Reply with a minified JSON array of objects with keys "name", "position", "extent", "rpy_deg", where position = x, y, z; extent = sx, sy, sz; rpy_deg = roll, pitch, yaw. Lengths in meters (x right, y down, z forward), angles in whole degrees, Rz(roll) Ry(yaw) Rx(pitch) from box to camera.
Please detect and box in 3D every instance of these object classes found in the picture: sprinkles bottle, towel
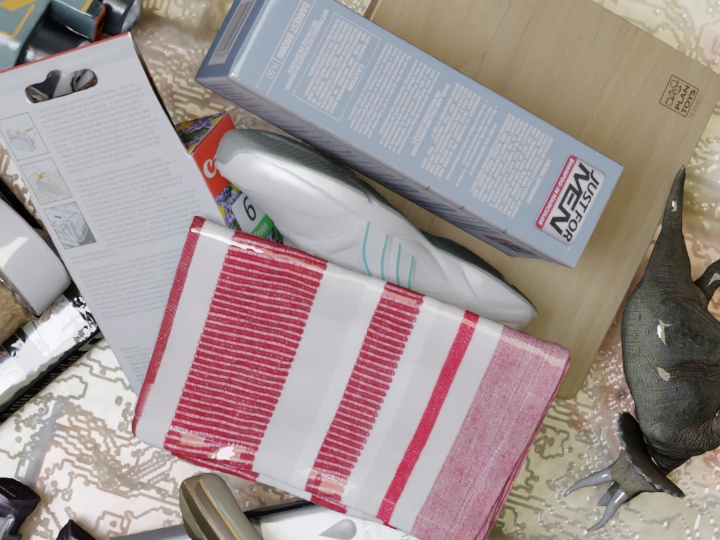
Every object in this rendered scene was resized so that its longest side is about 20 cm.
[{"name":"sprinkles bottle","position":[-0.243,0.049,1.045],"extent":[0.068,0.068,0.200],"rpy_deg":[45,78,1]},{"name":"towel","position":[-0.009,0.063,1.016],"extent":[0.199,0.023,0.145],"rpy_deg":[20,124,-2]}]

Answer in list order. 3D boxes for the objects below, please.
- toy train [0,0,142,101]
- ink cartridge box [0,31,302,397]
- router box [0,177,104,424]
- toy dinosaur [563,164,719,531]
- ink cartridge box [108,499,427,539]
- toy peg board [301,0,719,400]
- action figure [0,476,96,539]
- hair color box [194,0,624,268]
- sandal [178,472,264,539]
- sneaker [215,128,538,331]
[{"name":"toy train","position":[-0.223,-0.164,1.106],"extent":[0.199,0.085,0.114],"rpy_deg":[27,64,-1]},{"name":"ink cartridge box","position":[-0.105,-0.032,1.035],"extent":[0.108,0.050,0.201],"rpy_deg":[-11,116,31]},{"name":"router box","position":[-0.256,0.000,1.125],"extent":[0.149,0.051,0.200],"rpy_deg":[-39,88,-1]},{"name":"toy dinosaur","position":[0.177,0.048,1.094],"extent":[0.102,0.077,0.201],"rpy_deg":[-16,118,-33]},{"name":"ink cartridge box","position":[-0.034,0.203,1.102],"extent":[0.198,0.084,0.146],"rpy_deg":[-11,88,-2]},{"name":"toy peg board","position":[0.064,-0.064,1.126],"extent":[0.198,0.098,0.201],"rpy_deg":[27,88,-15]},{"name":"action figure","position":[-0.230,0.212,1.109],"extent":[0.130,0.069,0.201],"rpy_deg":[35,91,-8]},{"name":"hair color box","position":[0.023,-0.074,1.013],"extent":[0.199,0.099,0.061],"rpy_deg":[29,87,-15]},{"name":"sandal","position":[-0.023,0.183,1.032],"extent":[0.054,0.080,0.201],"rpy_deg":[-31,83,-25]},{"name":"sneaker","position":[0.000,0.000,1.019],"extent":[0.200,0.070,0.080],"rpy_deg":[35,97,-27]}]
